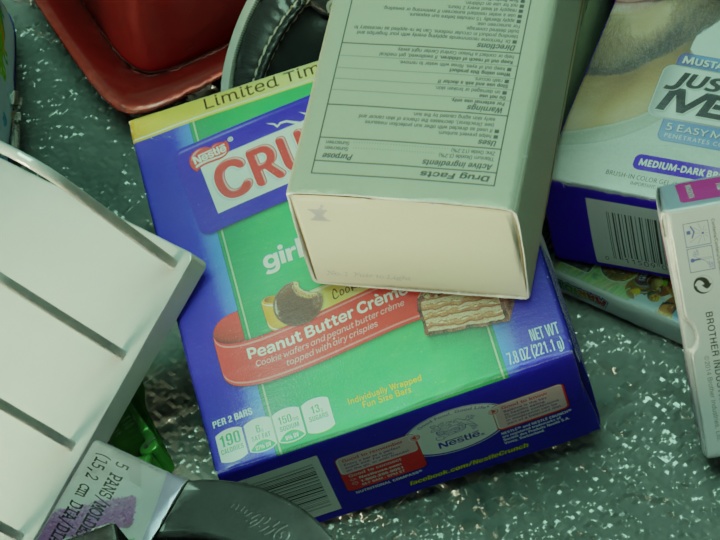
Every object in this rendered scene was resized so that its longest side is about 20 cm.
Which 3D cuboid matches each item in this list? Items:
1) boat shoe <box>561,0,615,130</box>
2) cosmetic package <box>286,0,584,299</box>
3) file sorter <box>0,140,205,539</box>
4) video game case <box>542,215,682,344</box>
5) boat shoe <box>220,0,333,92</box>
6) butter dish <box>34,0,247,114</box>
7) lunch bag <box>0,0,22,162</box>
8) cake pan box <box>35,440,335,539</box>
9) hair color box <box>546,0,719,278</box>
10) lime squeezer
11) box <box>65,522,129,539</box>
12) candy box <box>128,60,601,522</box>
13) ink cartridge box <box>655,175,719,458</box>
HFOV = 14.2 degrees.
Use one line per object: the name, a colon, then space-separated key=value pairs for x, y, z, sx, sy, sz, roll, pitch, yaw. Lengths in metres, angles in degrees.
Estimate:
boat shoe: x=0.094 y=-0.133 z=1.398 sx=0.060 sy=0.072 sz=0.202 roll=7 pitch=46 yaw=15
cosmetic package: x=0.039 y=-0.092 z=1.280 sx=0.103 sy=0.073 sz=0.201 roll=5 pitch=59 yaw=13
file sorter: x=-0.195 y=0.039 z=1.268 sx=0.138 sy=0.124 sz=0.201 roll=25 pitch=83 yaw=36
video game case: x=0.128 y=-0.046 z=1.379 sx=0.199 sy=0.018 sz=0.143 roll=24 pitch=61 yaw=27
boat shoe: x=0.010 y=-0.143 z=1.419 sx=0.200 sy=0.074 sz=0.060 roll=-49 pitch=32 yaw=-9
butter dish: x=-0.088 y=-0.211 z=1.470 sx=0.199 sy=0.148 sz=0.200 roll=-28 pitch=53 yaw=-9
lunch bag: x=-0.272 y=-0.085 z=1.454 sx=0.199 sy=0.083 sz=0.161 roll=-10 pitch=52 yaw=6
cake pan box: x=-0.076 y=0.187 z=1.202 sx=0.184 sy=0.052 sz=0.201 roll=23 pitch=72 yaw=24
hair color box: x=0.168 y=-0.091 z=1.353 sx=0.109 sy=0.065 sz=0.201 roll=11 pitch=54 yaw=20
lime squeezer: x=-0.115 y=0.089 z=1.324 sx=0.070 sy=0.038 sz=0.201 roll=-20 pitch=44 yaw=38
box: x=-0.141 y=0.216 z=1.159 sx=0.142 sy=0.036 sz=0.201 roll=-19 pitch=59 yaw=9
candy box: x=0.000 y=0.000 z=1.319 sx=0.168 sy=0.077 sz=0.201 roll=-19 pitch=55 yaw=3
ink cartridge box: x=0.235 y=0.005 z=1.252 sx=0.199 sy=0.120 sz=0.042 roll=-10 pitch=21 yaw=6
